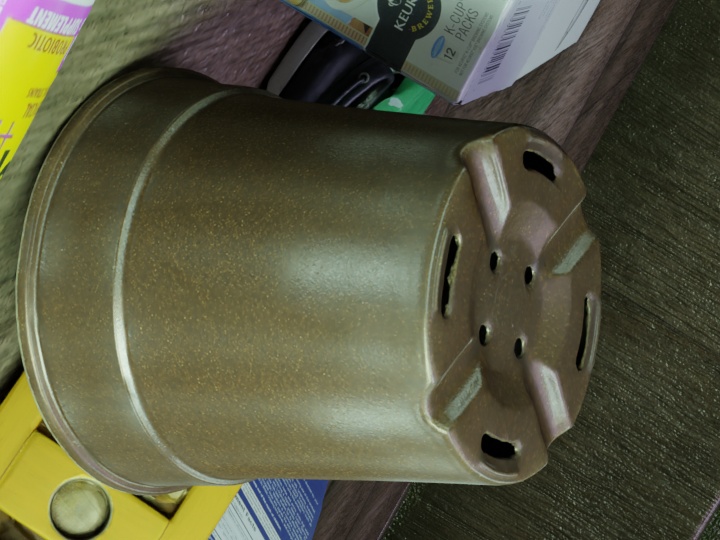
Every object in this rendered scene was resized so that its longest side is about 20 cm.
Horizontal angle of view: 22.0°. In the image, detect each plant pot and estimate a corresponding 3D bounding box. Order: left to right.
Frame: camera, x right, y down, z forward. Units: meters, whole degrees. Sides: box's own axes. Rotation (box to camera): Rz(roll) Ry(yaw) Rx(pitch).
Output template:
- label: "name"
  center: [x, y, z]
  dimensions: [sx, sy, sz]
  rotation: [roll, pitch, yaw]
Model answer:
- label: "plant pot"
  center: [-0.012, 0.009, 0.822]
  dimensions: [0.200, 0.197, 0.202]
  rotation: [-5, 96, -56]

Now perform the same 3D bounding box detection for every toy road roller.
- label: "toy road roller"
  center: [-0.153, 0.129, 0.977]
  dimensions: [0.201, 0.123, 0.146]
  rotation: [-57, -175, -9]

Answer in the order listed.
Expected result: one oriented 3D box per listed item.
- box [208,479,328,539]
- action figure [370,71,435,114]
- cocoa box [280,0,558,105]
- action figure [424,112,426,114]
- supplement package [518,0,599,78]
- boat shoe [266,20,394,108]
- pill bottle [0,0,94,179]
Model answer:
- label: "box"
  center: [-0.071, 0.152, 1.118]
  dimensions: [0.201, 0.032, 0.122]
  rotation: [-71, 144, -48]
- label: "action figure"
  center: [0.010, -0.105, 1.262]
  dimensions: [0.200, 0.055, 0.118]
  rotation: [-51, 166, -24]
- label: "cocoa box"
  center: [0.056, -0.206, 0.941]
  dimensions: [0.201, 0.131, 0.133]
  rotation: [-62, 170, 18]
- label: "action figure"
  center: [0.070, -0.053, 1.438]
  dimensions: [0.104, 0.194, 0.200]
  rotation: [-21, -153, 19]
- label: "supplement package"
  center: [0.096, -0.210, 1.191]
  dimensions: [0.117, 0.117, 0.200]
  rotation: [-63, 170, 22]
- label: "boat shoe"
  center: [-0.047, -0.052, 1.091]
  dimensions: [0.200, 0.066, 0.075]
  rotation: [-57, 171, -9]
- label: "pill bottle"
  center: [-0.155, -0.023, 0.493]
  dimensions: [0.201, 0.104, 0.104]
  rotation: [-60, 171, 10]
